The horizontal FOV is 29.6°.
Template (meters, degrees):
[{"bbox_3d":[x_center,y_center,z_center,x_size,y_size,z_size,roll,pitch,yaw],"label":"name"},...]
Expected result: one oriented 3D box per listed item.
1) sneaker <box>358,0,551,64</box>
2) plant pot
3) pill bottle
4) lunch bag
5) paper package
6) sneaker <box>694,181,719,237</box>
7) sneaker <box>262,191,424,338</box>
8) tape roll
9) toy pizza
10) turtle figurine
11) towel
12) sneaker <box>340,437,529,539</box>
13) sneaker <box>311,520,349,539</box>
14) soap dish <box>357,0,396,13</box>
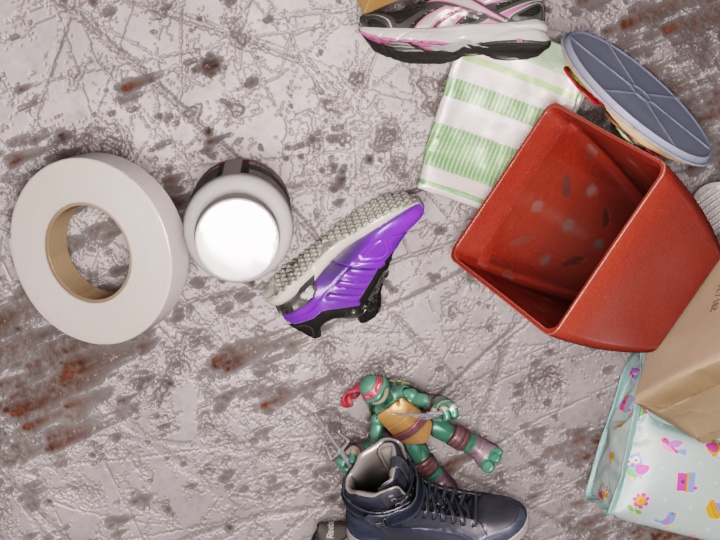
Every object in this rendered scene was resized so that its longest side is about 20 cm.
[{"bbox_3d":[0.099,-0.268,1.431,0.200,0.080,0.086,1,81,5],"label":"sneaker"},{"bbox_3d":[0.253,-0.024,1.427,0.176,0.200,0.200,29,98,-36],"label":"plant pot"},{"bbox_3d":[-0.124,-0.049,1.389,0.111,0.200,0.111,-1,102,-4],"label":"pill bottle"},{"bbox_3d":[0.363,0.188,1.520,0.170,0.122,0.200,16,91,-6],"label":"lunch bag"},{"bbox_3d":[0.396,0.058,1.418,0.103,0.191,0.200,34,55,-15],"label":"paper package"},{"bbox_3d":[0.464,-0.039,1.510,0.200,0.079,0.079,23,93,16],"label":"sneaker"},{"bbox_3d":[0.000,0.000,1.482,0.200,0.070,0.100,-37,108,7],"label":"sneaker"},{"bbox_3d":[-0.274,-0.022,1.419,0.203,0.037,0.203,7,108,22],"label":"tape roll"},{"bbox_3d":[0.280,-0.172,1.409,0.200,0.200,0.032,35,117,-10],"label":"toy pizza"},{"bbox_3d":[0.054,0.172,1.497,0.150,0.101,0.200,-35,120,30],"label":"turtle figurine"},{"bbox_3d":[0.158,-0.161,1.482,0.152,0.023,0.200,18,99,-7],"label":"towel"},{"bbox_3d":[0.078,0.243,1.451,0.202,0.077,0.146,-3,137,5],"label":"sneaker"},{"bbox_3d":[-0.007,0.314,1.538,0.200,0.066,0.091,-28,104,3],"label":"sneaker"},{"bbox_3d":[0.064,-0.375,1.393,0.200,0.081,0.157,-23,93,1],"label":"soap dish"}]
